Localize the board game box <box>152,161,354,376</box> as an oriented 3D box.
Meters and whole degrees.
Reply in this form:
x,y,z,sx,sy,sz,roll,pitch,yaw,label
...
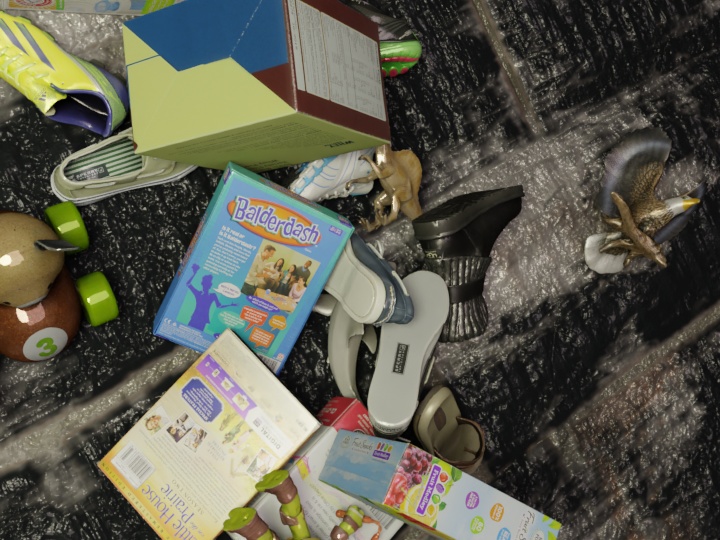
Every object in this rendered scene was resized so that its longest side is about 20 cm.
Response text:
x,y,z,sx,sy,sz,roll,pitch,yaw,label
-0.118,0.005,0.937,0.151,0.045,0.202,25,102,-19,board game box

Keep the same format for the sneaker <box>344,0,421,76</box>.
x,y,z,sx,sy,sz,roll,pitch,yaw,label
-0.021,-0.289,1.050,0.198,0.077,0.085,0,67,-27,sneaker

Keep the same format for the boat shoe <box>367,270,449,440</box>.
x,y,z,sx,sy,sz,roll,pitch,yaw,label
0.049,0.094,0.959,0.070,0.064,0.202,16,60,8,boat shoe

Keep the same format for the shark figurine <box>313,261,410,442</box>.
x,y,z,sx,sy,sz,roll,pitch,yaw,label
-0.002,0.094,1.001,0.126,0.089,0.218,0,82,-22,shark figurine

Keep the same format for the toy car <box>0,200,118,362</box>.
x,y,z,sx,sy,sz,roll,pitch,yaw,label
-0.322,0.009,0.806,0.163,0.200,0.160,-24,94,-23,toy car

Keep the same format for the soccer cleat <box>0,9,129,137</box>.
x,y,z,sx,sy,sz,roll,pitch,yaw,label
-0.338,-0.205,0.887,0.198,0.065,0.084,24,46,-22,soccer cleat

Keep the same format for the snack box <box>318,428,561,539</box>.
x,y,z,sx,sy,sz,roll,pitch,yaw,label
0.078,0.239,0.883,0.199,0.168,0.068,32,74,-20,snack box

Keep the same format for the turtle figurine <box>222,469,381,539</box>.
x,y,z,sx,sy,sz,roll,pitch,yaw,label
-0.068,0.294,0.855,0.200,0.064,0.162,-41,112,-20,turtle figurine

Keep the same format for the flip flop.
x,y,z,sx,sy,sz,roll,pitch,yaw,label
0.116,0.201,1.009,0.082,0.057,0.201,-56,147,-21,flip flop

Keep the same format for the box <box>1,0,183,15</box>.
x,y,z,sx,sy,sz,roll,pitch,yaw,label
-0.283,-0.343,0.909,0.197,0.112,0.103,-5,87,-25,box

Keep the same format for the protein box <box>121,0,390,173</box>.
x,y,z,sx,sy,sz,roll,pitch,yaw,label
-0.102,-0.193,0.884,0.199,0.196,0.137,1,82,-62,protein box

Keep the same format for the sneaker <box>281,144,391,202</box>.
x,y,z,sx,sy,sz,roll,pitch,yaw,label
-0.030,-0.111,1.020,0.087,0.075,0.200,46,69,-18,sneaker

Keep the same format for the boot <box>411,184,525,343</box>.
x,y,z,sx,sy,sz,roll,pitch,yaw,label
0.146,-0.013,1.077,0.210,0.079,0.160,-26,107,-40,boot

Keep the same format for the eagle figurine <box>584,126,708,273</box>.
x,y,z,sx,sy,sz,roll,pitch,yaw,label
0.406,-0.087,1.194,0.201,0.149,0.153,-57,153,-48,eagle figurine

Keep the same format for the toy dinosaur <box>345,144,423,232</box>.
x,y,z,sx,sy,sz,roll,pitch,yaw,label
0.043,-0.091,1.014,0.101,0.058,0.201,-45,125,-25,toy dinosaur

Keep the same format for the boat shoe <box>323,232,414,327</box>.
x,y,z,sx,sy,sz,roll,pitch,yaw,label
0.000,0.000,0.964,0.061,0.200,0.076,15,105,-31,boat shoe

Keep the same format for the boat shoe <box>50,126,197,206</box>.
x,y,z,sx,sy,sz,roll,pitch,yaw,label
-0.239,-0.124,0.932,0.199,0.062,0.073,-30,96,-25,boat shoe

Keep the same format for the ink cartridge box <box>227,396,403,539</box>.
x,y,z,sx,sy,sz,roll,pitch,yaw,label
-0.042,0.265,0.964,0.200,0.083,0.146,-43,102,-22,ink cartridge box

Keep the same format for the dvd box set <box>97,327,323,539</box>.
x,y,z,sx,sy,sz,roll,pitch,yaw,label
-0.157,0.183,0.896,0.146,0.029,0.200,43,86,11,dvd box set
